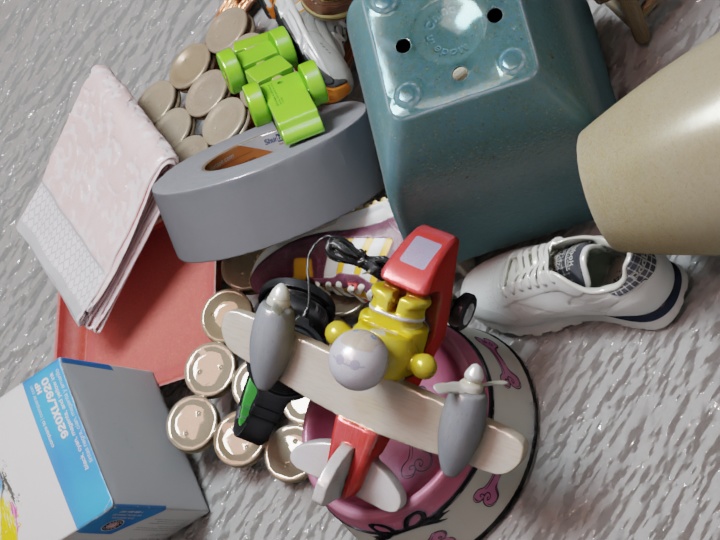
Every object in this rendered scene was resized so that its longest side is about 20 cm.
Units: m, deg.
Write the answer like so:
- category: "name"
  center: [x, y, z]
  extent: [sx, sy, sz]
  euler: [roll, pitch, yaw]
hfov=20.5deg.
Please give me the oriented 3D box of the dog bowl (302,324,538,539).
- category: "dog bowl"
  center: [0.039, 0.128, 1.589]
  extent: [0.199, 0.074, 0.201]
  euler: [-19, 58, 32]

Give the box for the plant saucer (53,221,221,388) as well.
- category: "plant saucer"
  center: [-0.200, 0.031, 1.858]
  extent: [0.199, 0.037, 0.201]
  euler: [-19, 57, 31]

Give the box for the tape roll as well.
- category: "tape roll"
  center: [-0.076, -0.077, 1.707]
  extent: [0.199, 0.066, 0.200]
  euler: [-19, 15, 5]

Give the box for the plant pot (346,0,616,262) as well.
- category: "plant pot"
  center: [0.089, -0.143, 1.543]
  extent: [0.195, 0.200, 0.197]
  euler: [-17, 68, 10]

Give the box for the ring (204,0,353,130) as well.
- category: "ring"
  center: [-0.071, -0.217, 1.889]
  extent: [0.200, 0.019, 0.201]
  euler: [-17, 59, 31]

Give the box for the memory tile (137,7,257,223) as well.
- category: "memory tile"
  center: [-0.158, -0.146, 1.875]
  extent: [0.200, 0.017, 0.153]
  euler: [-45, 43, 9]

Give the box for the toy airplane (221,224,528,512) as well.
- category: "toy airplane"
  center: [0.006, 0.084, 1.489]
  extent: [0.199, 0.141, 0.200]
  euler: [-22, 75, 13]

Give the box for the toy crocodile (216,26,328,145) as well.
- category: "toy crocodile"
  center: [-0.072, -0.156, 1.715]
  extent: [0.067, 0.062, 0.200]
  euler: [-24, 34, -8]

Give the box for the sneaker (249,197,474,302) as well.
- category: "sneaker"
  center: [0.000, 0.000, 1.671]
  extent: [0.199, 0.075, 0.091]
  euler: [-22, 72, 20]

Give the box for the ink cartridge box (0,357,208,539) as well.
- category: "ink cartridge box"
  center: [-0.269, 0.191, 1.735]
  extent: [0.200, 0.147, 0.145]
  euler: [-33, 69, 21]

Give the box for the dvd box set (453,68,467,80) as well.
- category: "dvd box set"
  center: [0.103, -0.213, 1.734]
  extent: [0.146, 0.029, 0.200]
  euler: [-42, 48, 14]

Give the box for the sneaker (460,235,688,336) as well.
- category: "sneaker"
  center: [0.153, 0.003, 1.554]
  extent: [0.199, 0.080, 0.077]
  euler: [-7, 66, 39]

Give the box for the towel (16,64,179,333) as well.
- category: "towel"
  center: [-0.248, -0.071, 1.867]
  extent: [0.192, 0.032, 0.200]
  euler: [-61, 39, 17]

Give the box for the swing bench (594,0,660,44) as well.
- category: "swing bench"
  center: [0.172, -0.321, 1.616]
  extent: [0.130, 0.200, 0.199]
  euler: [-47, 47, 10]

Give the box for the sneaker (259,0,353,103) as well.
- category: "sneaker"
  center: [-0.034, -0.237, 1.801]
  extent: [0.092, 0.076, 0.201]
  euler: [-22, 53, -5]

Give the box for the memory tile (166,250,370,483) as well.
- category: "memory tile"
  center: [-0.079, 0.076, 1.725]
  extent: [0.153, 0.017, 0.201]
  euler: [12, 76, 25]

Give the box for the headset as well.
- category: "headset"
  center: [-0.044, 0.057, 1.628]
  extent: [0.124, 0.094, 0.201]
  euler: [-83, 16, -58]

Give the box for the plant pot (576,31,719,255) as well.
- category: "plant pot"
  center: [0.262, -0.087, 1.416]
  extent: [0.199, 0.187, 0.188]
  euler: [-17, 58, 22]

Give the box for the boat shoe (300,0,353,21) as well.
- category: "boat shoe"
  center: [0.016, -0.303, 1.772]
  extent: [0.072, 0.068, 0.200]
  euler: [35, 66, 19]
